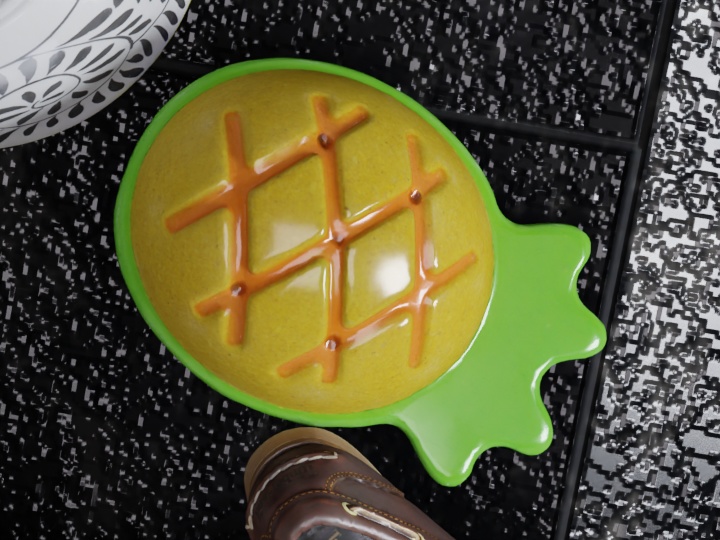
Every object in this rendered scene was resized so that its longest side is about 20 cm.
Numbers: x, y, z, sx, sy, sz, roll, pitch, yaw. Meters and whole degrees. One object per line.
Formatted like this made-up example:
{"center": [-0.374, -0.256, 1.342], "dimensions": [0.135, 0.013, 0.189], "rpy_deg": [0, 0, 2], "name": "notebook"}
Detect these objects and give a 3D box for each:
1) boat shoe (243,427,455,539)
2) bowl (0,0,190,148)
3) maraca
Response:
{"center": [0.031, 0.143, 1.124], "dimensions": [0.200, 0.070, 0.070], "rpy_deg": [40, 97, -25], "name": "boat shoe"}
{"center": [-0.157, -0.137, 1.103], "dimensions": [0.200, 0.094, 0.201], "rpy_deg": [-1, 101, -3], "name": "bowl"}
{"center": [0.000, 0.000, 1.128], "dimensions": [0.200, 0.107, 0.137], "rpy_deg": [30, 88, -9], "name": "maraca"}
